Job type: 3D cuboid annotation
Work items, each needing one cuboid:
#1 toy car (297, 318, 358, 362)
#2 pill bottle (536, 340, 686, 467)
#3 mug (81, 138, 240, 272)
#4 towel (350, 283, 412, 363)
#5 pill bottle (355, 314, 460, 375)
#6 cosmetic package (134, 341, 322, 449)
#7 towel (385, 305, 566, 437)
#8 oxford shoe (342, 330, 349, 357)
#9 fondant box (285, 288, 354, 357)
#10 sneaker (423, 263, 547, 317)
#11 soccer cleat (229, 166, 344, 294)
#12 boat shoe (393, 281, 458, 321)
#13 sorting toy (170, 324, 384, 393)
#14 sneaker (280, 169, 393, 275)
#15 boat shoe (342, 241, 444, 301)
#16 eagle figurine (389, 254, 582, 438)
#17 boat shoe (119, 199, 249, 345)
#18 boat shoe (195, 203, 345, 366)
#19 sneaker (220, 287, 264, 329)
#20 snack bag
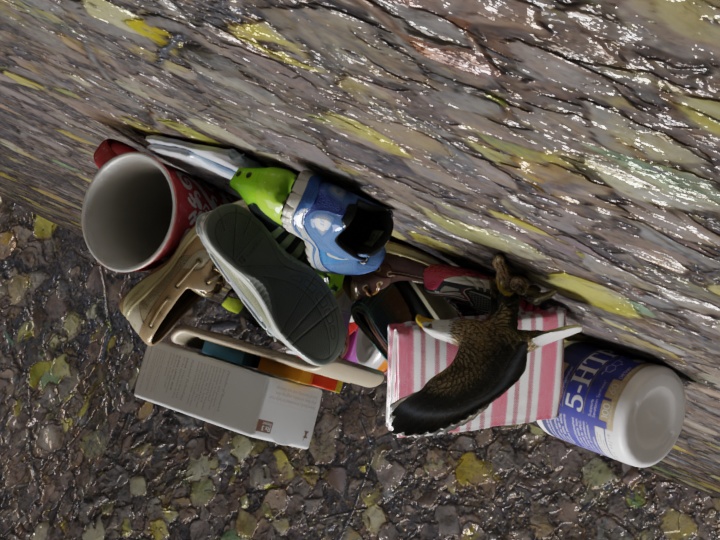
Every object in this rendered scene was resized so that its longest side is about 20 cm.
[{"bbox_3d":[-0.019,0.070,2.090,0.199,0.151,0.175,26,173,-26],"label":"toy car"},{"bbox_3d":[0.272,0.149,1.824,0.119,0.120,0.199,29,171,-41],"label":"pill bottle"},{"bbox_3d":[-0.214,-0.075,1.804,0.133,0.179,0.200,-17,165,27],"label":"mug"},{"bbox_3d":[0.058,0.071,1.821,0.147,0.022,0.200,52,-160,-3],"label":"towel"},{"bbox_3d":[0.104,0.096,1.980,0.199,0.115,0.114,16,176,-17],"label":"pill bottle"},{"bbox_3d":[-0.150,0.138,1.739,0.199,0.075,0.101,11,174,38],"label":"cosmetic package"},{"bbox_3d":[0.125,0.108,1.675,0.198,0.147,0.030,-6,-146,-9],"label":"towel"},{"bbox_3d":[-0.078,0.027,1.990,0.075,0.070,0.201,-9,108,64],"label":"oxford shoe"},{"bbox_3d":[-0.042,0.032,1.852,0.058,0.146,0.200,13,175,-4],"label":"fondant box"},{"bbox_3d":[0.139,0.049,1.690,0.080,0.075,0.199,17,170,47],"label":"sneaker"},{"bbox_3d":[-0.070,-0.044,1.615,0.081,0.068,0.200,15,152,31],"label":"soccer cleat"},{"bbox_3d":[0.087,0.071,1.766,0.073,0.063,0.202,11,-140,-57],"label":"boat shoe"},{"bbox_3d":[-0.093,0.105,1.749,0.199,0.037,0.185,10,174,22],"label":"sorting toy"},{"bbox_3d":[-0.009,-0.032,1.541,0.089,0.079,0.200,24,174,22],"label":"sneaker"},{"bbox_3d":[0.000,0.000,1.718,0.198,0.073,0.072,14,173,-12],"label":"boat shoe"},{"bbox_3d":[0.113,0.093,1.565,0.151,0.201,0.150,29,171,-40],"label":"eagle figurine"},{"bbox_3d":[-0.176,0.002,1.708,0.065,0.200,0.071,52,-168,20],"label":"boat shoe"},{"bbox_3d":[-0.093,0.015,1.593,0.202,0.075,0.065,47,163,-15],"label":"boat shoe"},{"bbox_3d":[-0.105,0.028,1.806,0.081,0.074,0.200,38,168,-4],"label":"sneaker"},{"bbox_3d":[-0.119,-0.094,1.687,0.188,0.022,0.199,29,172,-35],"label":"snack bag"}]
